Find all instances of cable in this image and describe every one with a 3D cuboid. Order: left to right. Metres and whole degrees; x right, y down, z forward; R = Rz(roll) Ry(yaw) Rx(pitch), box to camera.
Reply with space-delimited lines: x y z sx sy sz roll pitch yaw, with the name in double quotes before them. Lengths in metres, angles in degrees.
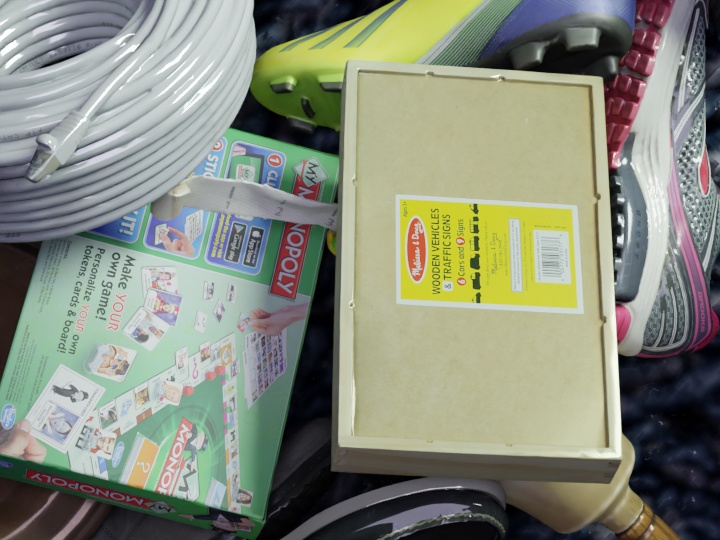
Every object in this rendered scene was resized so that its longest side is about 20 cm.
"cable" -0.144 -0.101 0.976 0.200 0.069 0.200 -38 45 -22

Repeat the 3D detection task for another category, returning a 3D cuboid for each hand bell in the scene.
"hand bell" 0.138 0.125 0.980 0.200 0.104 0.104 40 86 -11

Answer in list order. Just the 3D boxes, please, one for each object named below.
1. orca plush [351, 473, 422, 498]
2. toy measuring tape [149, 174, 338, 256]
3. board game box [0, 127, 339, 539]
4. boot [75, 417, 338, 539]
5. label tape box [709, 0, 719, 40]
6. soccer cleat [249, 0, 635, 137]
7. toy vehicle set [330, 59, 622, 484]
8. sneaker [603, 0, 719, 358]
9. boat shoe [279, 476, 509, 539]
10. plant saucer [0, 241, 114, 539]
"orca plush" 0.000 0.188 0.981 0.105 0.071 0.200 25 84 5
"toy measuring tape" 0.000 0.000 0.965 0.199 0.074 0.074 9 83 -18
"board game box" -0.092 0.018 0.981 0.134 0.029 0.201 16 61 -6
"boot" -0.113 0.103 1.003 0.200 0.068 0.131 -37 77 -4
"label tape box" 0.185 -0.227 0.987 0.066 0.143 0.201 -16 83 0
"soccer cleat" 0.040 -0.118 1.013 0.200 0.065 0.084 -10 61 21
"toy vehicle set" 0.051 -0.003 0.925 0.124 0.027 0.201 4 61 -5
"sneaker" 0.144 -0.056 1.010 0.074 0.081 0.201 12 83 -25
"boat shoe" -0.019 0.155 0.927 0.200 0.072 0.068 -26 52 9
"plant saucer" -0.203 0.067 0.999 0.199 0.029 0.201 -4 68 10
